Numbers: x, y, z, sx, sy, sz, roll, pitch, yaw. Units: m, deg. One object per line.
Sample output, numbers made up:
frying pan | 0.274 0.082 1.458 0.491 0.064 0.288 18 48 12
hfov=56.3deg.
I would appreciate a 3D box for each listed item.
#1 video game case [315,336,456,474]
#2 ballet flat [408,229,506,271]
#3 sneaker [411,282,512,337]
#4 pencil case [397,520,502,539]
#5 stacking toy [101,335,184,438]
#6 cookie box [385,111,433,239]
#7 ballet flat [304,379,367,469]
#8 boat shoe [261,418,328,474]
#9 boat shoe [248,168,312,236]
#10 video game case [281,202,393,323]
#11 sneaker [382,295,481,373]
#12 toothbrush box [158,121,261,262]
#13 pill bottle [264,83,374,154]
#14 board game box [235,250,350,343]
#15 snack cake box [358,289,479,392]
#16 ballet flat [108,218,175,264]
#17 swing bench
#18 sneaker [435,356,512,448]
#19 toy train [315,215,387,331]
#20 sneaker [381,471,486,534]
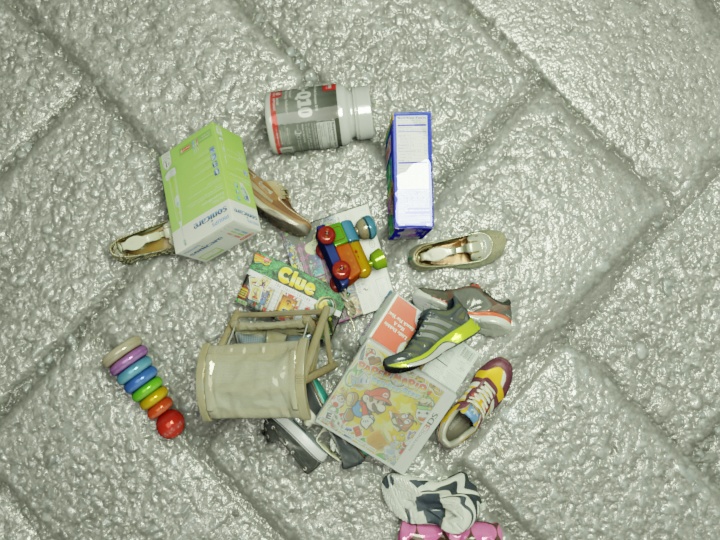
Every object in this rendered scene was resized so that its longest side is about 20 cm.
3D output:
video game case | 0.046 0.247 1.214 0.198 0.023 0.184 32 100 -8
ballet flat | 0.188 -0.034 1.276 0.195 0.062 0.069 -13 87 0
sneaker | 0.195 0.062 1.279 0.195 0.078 0.083 18 61 2
pencil case | 0.164 0.510 1.236 0.194 0.091 0.096 1 73 0
stacking toy | -0.400 0.228 1.272 0.085 0.085 0.202 -35 90 -1
cookie box | 0.087 -0.168 1.233 0.073 0.171 0.206 -1 86 -2
ballet flat | -0.065 0.287 1.264 0.072 0.073 0.202 -35 89 -1
boat shoe | -0.151 0.303 1.269 0.200 0.070 0.066 44 87 -4
boat shoe | -0.168 -0.136 1.272 0.198 0.076 0.072 32 78 18
video game case | -0.040 -0.005 1.294 0.177 0.036 0.205 -18 87 1
sneaker | 0.115 0.115 1.176 0.197 0.074 0.082 -26 82 -27
toothbrush box | -0.278 -0.142 1.235 0.144 0.086 0.204 -26 67 24
pill bottle | -0.076 -0.289 1.271 0.195 0.114 0.117 -7 87 1
board game box | -0.127 0.050 1.268 0.196 0.023 0.107 24 88 5
snack cake box | 0.107 0.142 1.248 0.198 0.067 0.116 36 89 -9
ballet flat | -0.387 -0.060 1.287 0.195 0.075 0.069 -18 86 0
swing bench | -0.161 0.160 1.173 0.194 0.200 0.133 -4 107 15
sneaker | 0.217 0.248 1.246 0.074 0.090 0.201 38 89 3
toy train | 0.000 0.000 1.223 0.113 0.085 0.203 -20 73 -13
sneaker | 0.144 0.418 1.250 0.196 0.128 0.082 -2 87 40
